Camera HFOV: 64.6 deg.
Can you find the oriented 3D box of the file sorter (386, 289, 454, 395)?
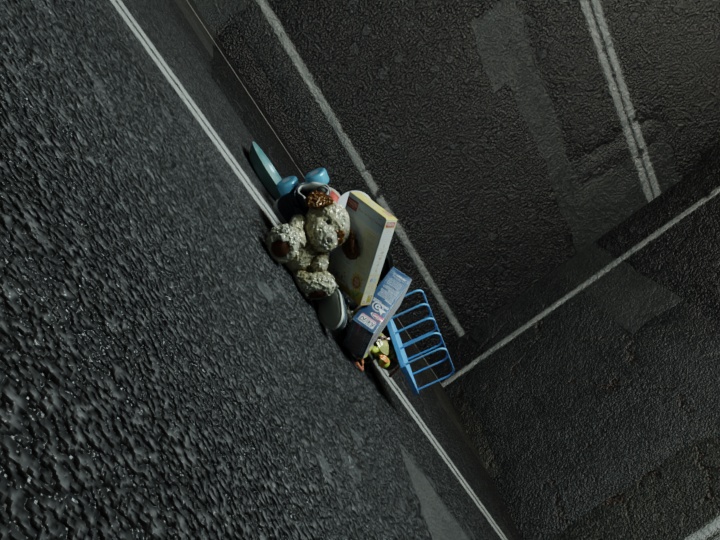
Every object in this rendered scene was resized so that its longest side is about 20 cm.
[{"bbox_3d":[0.144,0.174,1.437,0.140,0.119,0.204,62,8,-47],"label":"file sorter"}]

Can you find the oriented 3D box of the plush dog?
[{"bbox_3d":[-0.095,-0.070,1.193,0.202,0.169,0.162,52,5,-35],"label":"plush dog"}]

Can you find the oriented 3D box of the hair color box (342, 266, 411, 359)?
[{"bbox_3d":[0.040,0.094,1.306,0.059,0.201,0.102,30,-44,10],"label":"hair color box"}]

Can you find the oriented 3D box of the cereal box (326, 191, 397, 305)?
[{"bbox_3d":[-0.001,-0.049,1.239,0.039,0.206,0.143,0,28,-39],"label":"cereal box"}]

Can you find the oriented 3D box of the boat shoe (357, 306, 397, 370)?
[{"bbox_3d":[0.039,0.161,1.486,0.072,0.073,0.207,72,-2,-86],"label":"boat shoe"}]

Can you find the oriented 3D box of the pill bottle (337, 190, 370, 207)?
[{"bbox_3d":[-0.011,-0.092,1.394,0.114,0.109,0.203,59,-16,34],"label":"pill bottle"}]

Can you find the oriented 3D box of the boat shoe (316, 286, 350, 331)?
[{"bbox_3d":[-0.062,0.074,1.242,0.062,0.075,0.200,40,4,-32],"label":"boat shoe"}]

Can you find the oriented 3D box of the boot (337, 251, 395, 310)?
[{"bbox_3d":[0.001,0.002,1.336,0.080,0.156,0.213,49,-8,31],"label":"boot"}]

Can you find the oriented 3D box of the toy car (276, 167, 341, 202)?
[{"bbox_3d":[-0.143,-0.123,1.439,0.202,0.171,0.189,-62,137,-54],"label":"toy car"}]

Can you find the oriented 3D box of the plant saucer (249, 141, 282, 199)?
[{"bbox_3d":[-0.262,-0.271,1.625,0.203,0.035,0.200,57,4,-6],"label":"plant saucer"}]

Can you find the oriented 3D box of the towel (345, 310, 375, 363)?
[{"bbox_3d":[-0.020,0.153,1.479,0.197,0.034,0.200,62,2,9],"label":"towel"}]

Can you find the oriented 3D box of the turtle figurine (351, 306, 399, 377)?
[{"bbox_3d":[0.033,0.168,1.363,0.197,0.064,0.165,12,49,-54],"label":"turtle figurine"}]

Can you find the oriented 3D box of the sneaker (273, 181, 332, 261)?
[{"bbox_3d":[-0.090,-0.110,1.286,0.201,0.145,0.078,41,51,-19],"label":"sneaker"}]
